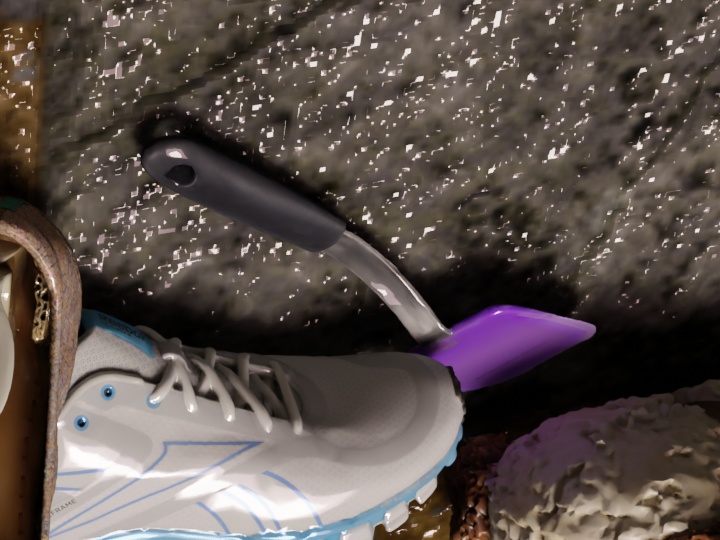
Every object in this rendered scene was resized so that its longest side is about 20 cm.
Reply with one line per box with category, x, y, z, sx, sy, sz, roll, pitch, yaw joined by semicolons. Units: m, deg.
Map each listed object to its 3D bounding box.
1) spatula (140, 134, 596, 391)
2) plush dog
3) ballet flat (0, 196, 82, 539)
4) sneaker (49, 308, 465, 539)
spatula;0.000;0.000;0.872;0.056;0.021;0.200;-30;138;28
plush dog;0.125;0.086;0.938;0.171;0.199;0.162;-2;99;-39
ballet flat;-0.118;0.075;0.772;0.068;0.201;0.067;4;171;-6
sneaker;-0.061;0.048;0.850;0.199;0.075;0.087;-12;128;-13
